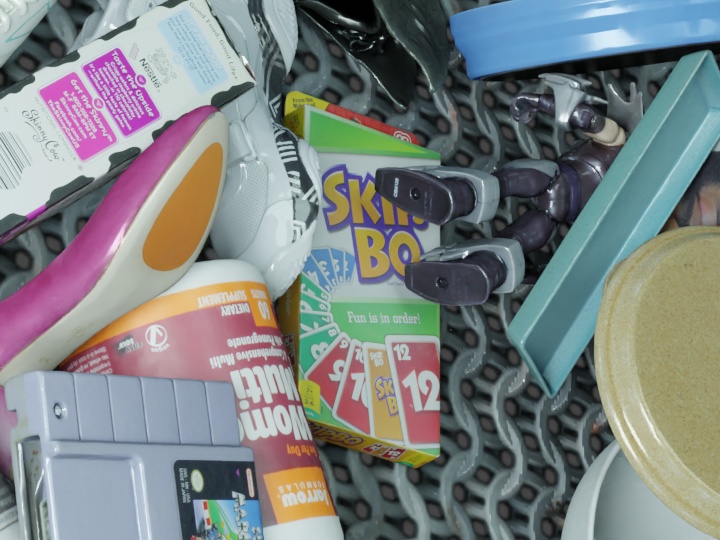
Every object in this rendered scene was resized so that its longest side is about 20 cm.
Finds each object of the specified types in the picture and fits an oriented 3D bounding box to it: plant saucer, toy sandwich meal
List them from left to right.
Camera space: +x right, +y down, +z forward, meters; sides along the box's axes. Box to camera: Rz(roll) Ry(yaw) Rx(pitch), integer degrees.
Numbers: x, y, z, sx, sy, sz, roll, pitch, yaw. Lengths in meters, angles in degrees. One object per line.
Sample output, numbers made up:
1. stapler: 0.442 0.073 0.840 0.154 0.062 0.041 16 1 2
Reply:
1. plant saucer: 0.142 -0.028 1.600 0.200 0.019 0.070 -56 149 -14
2. toy sandwich meal: 0.202 0.072 1.591 0.205 0.070 0.206 12 63 -25

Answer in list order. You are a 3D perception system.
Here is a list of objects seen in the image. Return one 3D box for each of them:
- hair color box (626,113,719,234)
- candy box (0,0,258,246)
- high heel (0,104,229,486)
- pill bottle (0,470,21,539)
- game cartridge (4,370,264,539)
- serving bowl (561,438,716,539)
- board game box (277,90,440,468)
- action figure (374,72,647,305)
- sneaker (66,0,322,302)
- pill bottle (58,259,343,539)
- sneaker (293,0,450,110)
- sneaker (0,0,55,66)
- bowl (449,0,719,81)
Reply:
1. hair color box: 0.225 -0.057 1.662 0.064 0.200 0.111 28 55 -28
2. candy box: -0.161 -0.052 1.386 0.200 0.136 0.061 -35 95 -43
3. high heel: -0.140 -0.002 1.356 0.096 0.200 0.067 31 6 29
4. pill bottle: -0.196 0.136 1.287 0.113 0.113 0.200 -28 89 -43
5. game cartridge: -0.091 0.145 1.284 0.130 0.038 0.200 4 74 -45
6. serving bowl: 0.181 0.181 1.608 0.200 0.066 0.200 18 59 -32
7. board game box: 0.000 0.000 1.572 0.095 0.030 0.200 19 57 -33
8. action figure: 0.098 -0.041 1.612 0.200 0.069 0.130 -17 106 -48
9. sneaker: -0.089 -0.079 1.504 0.115 0.075 0.200 14 57 -34
10. pill bottle: -0.072 0.104 1.406 0.109 0.110 0.200 -8 75 -41
11. sneaker: -0.017 -0.190 1.621 0.200 0.060 0.104 46 44 -18
12. sneaker: -0.192 -0.133 1.439 0.070 0.080 0.200 45 50 -16
13. bowl: 0.151 -0.137 1.645 0.200 0.200 0.039 -8 91 -41
